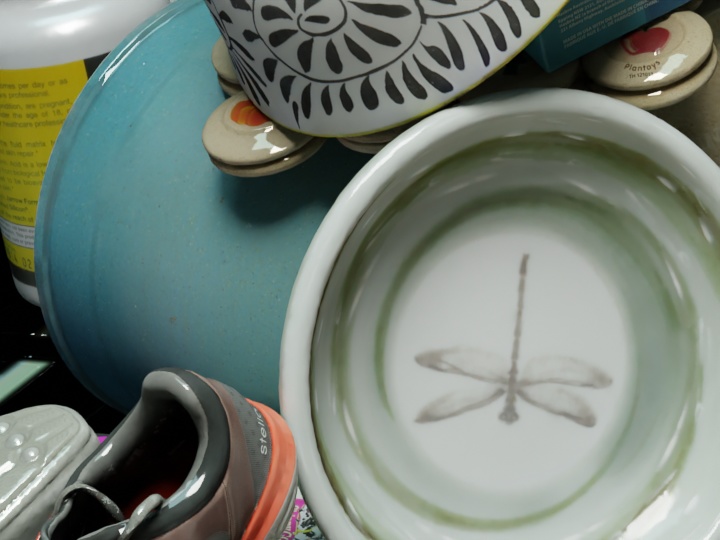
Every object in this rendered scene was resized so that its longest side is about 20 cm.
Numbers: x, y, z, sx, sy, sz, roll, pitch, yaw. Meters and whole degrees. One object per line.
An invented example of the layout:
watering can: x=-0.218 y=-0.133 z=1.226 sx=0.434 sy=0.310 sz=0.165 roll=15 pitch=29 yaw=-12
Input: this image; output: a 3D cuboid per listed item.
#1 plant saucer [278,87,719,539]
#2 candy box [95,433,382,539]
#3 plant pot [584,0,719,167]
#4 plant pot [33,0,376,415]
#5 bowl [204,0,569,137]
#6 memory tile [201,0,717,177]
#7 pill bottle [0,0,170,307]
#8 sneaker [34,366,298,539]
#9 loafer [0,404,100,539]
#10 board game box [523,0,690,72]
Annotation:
plant saucer: x=0.059 y=0.034 z=0.977 sx=0.199 sy=0.202 sz=0.050 roll=-18 pitch=10 yaw=-18
candy box: x=-0.087 y=0.119 z=1.007 sx=0.199 sy=0.061 sz=0.136 roll=0 pitch=26 yaw=27
plant pot: x=0.168 y=-0.078 z=1.116 sx=0.199 sy=0.201 sz=0.177 roll=-26 pitch=19 yaw=6
plant pot: x=0.000 y=0.000 z=1.103 sx=0.199 sy=0.201 sz=0.187 roll=-26 pitch=34 yaw=-33
bowl: x=0.000 y=-0.158 z=0.972 sx=0.200 sy=0.094 sz=0.202 roll=-25 pitch=46 yaw=29
memory tile: x=0.037 y=-0.099 z=1.040 sx=0.198 sy=0.017 sz=0.154 roll=-10 pitch=37 yaw=11
pill bottle: x=-0.142 y=-0.090 z=1.356 sx=0.110 sy=0.201 sz=0.111 roll=-10 pitch=22 yaw=4
sneaker: x=-0.097 y=0.117 z=0.884 sx=0.077 sy=0.082 sz=0.201 roll=17 pitch=72 yaw=32
loafer: x=-0.161 y=0.129 z=0.926 sx=0.200 sy=0.070 sz=0.070 roll=-43 pitch=35 yaw=-10
board game box: x=0.085 y=-0.168 z=1.056 sx=0.150 sy=0.047 sz=0.200 roll=-27 pitch=38 yaw=-13
